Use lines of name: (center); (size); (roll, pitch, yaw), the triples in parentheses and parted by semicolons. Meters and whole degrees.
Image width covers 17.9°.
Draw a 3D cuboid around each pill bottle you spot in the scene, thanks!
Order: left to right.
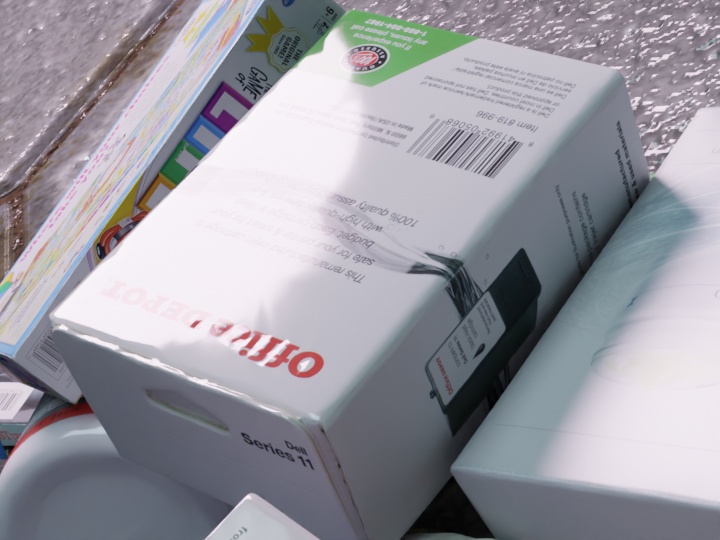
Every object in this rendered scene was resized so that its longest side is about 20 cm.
pill bottle: (-0.087, 0.071, 1.038); (0.115, 0.116, 0.200); (-22, 22, 19)

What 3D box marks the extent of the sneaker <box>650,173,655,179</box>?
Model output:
sneaker: (0.070, -0.013, 1.051); (0.199, 0.084, 0.074); (-12, 39, 35)

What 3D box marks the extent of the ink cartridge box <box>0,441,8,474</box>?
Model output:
ink cartridge box: (-0.250, 0.131, 0.952); (0.144, 0.148, 0.200); (-9, 20, 25)

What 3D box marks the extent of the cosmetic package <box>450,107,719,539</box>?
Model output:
cosmetic package: (0.176, 0.048, 0.827); (0.198, 0.123, 0.200); (3, 48, 46)

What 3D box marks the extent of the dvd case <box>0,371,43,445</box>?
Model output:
dvd case: (-0.118, 0.017, 1.255); (0.145, 0.022, 0.201); (-4, 41, 41)

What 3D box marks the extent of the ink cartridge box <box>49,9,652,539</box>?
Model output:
ink cartridge box: (0.000, 0.000, 0.888); (0.146, 0.083, 0.200); (19, 54, 38)

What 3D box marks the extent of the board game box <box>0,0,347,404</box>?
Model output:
board game box: (-0.093, -0.038, 0.999); (0.201, 0.034, 0.134); (-56, 16, -9)

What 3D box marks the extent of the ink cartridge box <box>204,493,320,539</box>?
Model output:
ink cartridge box: (0.026, 0.180, 0.706); (0.199, 0.146, 0.084); (31, 66, 34)

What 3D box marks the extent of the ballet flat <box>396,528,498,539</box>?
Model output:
ballet flat: (0.054, 0.136, 0.816); (0.071, 0.071, 0.200); (-41, 53, -11)
